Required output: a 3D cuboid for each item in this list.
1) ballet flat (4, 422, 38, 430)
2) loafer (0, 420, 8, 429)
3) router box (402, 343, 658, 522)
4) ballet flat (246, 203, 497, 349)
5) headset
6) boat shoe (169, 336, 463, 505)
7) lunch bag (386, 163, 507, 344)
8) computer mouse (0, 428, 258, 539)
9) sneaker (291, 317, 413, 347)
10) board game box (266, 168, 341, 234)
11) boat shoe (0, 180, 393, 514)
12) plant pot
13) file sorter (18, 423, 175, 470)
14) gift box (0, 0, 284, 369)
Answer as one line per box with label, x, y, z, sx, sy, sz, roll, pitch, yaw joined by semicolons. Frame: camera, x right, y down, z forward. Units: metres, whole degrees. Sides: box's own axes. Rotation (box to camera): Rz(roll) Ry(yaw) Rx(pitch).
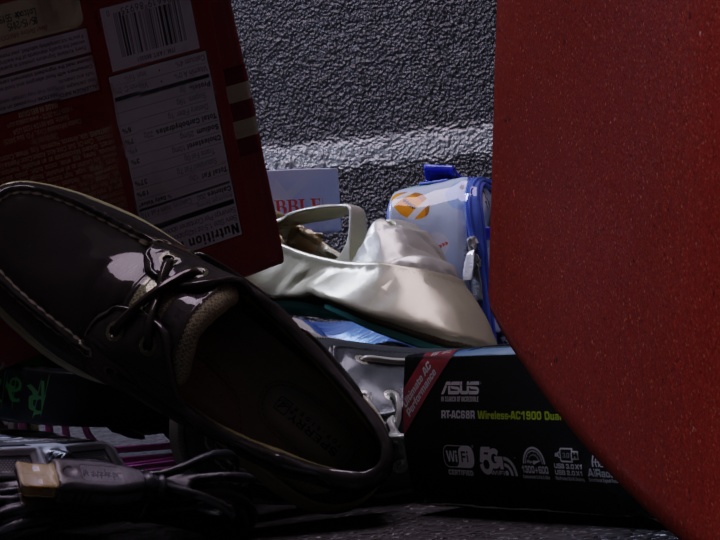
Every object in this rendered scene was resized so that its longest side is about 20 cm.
ballet flat;-0.281;0.103;1.126;0.199;0.072;0.070;-5;-1;-44
loafer;-0.203;0.090;0.949;0.062;0.073;0.199;3;-7;-27
router box;0.137;0.053;0.739;0.198;0.063;0.149;-5;0;-36
ballet flat;0.000;0.000;0.950;0.069;0.070;0.199;-5;10;-39
headset;-0.083;0.061;0.867;0.198;0.095;0.123;-5;7;-40
boat shoe;0.013;0.063;0.813;0.198;0.074;0.062;1;-8;-33
lunch bag;0.073;0.015;1.149;0.075;0.162;0.200;-6;-2;15
computer mouse;-0.133;0.092;0.762;0.109;0.044;0.199;-1;-1;-31
sneaker;0.017;0.063;1.032;0.088;0.080;0.199;-8;9;-26
board game box;-0.142;-0.030;1.158;0.198;0.042;0.199;-4;-2;-27
boat shoe;-0.067;0.023;0.737;0.199;0.074;0.065;31;-19;-5
plant pot;0.140;-0.038;0.558;0.198;0.203;0.176;-5;13;-29
file sorter;-0.128;0.052;1.082;0.137;0.127;0.200;-6;-1;6
gift box;-0.158;-0.078;0.877;0.183;0.202;0.186;-15;13;-34
